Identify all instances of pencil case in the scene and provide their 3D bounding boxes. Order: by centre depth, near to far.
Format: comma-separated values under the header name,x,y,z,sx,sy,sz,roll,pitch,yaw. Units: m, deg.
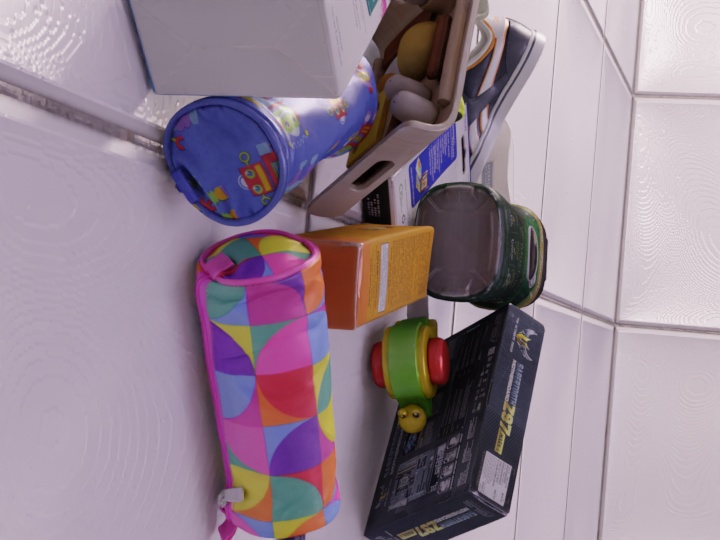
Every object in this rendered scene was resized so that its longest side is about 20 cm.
name,x,y,z,sx,sy,sz,roll,pitch,yaw
pencil case,-0.052,-0.089,0.842,0.078,0.087,0.200,54,25,-5
pencil case,-0.058,0.077,0.854,0.088,0.088,0.201,-50,140,-61

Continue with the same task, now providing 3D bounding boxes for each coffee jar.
name,x,y,z,sx,sy,sz,roll,pitch,yaw
coffee jar,0.114,-0.018,1.238,0.200,0.085,0.105,15,78,-69

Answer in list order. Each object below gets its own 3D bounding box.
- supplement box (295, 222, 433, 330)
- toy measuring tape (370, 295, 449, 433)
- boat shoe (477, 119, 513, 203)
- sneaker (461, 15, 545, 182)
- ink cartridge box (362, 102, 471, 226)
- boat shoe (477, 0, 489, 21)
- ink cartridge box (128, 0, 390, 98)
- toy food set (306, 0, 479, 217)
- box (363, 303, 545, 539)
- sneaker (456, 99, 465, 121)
name,x,y,z,sx,sy,sz,roll,pitch,yaw
supplement box,0.000,0.000,1.045,0.200,0.066,0.069,-22,114,-70
toy measuring tape,0.045,0.045,1.207,0.074,0.073,0.201,53,35,-64
boat shoe,0.135,-0.069,1.469,0.069,0.071,0.201,56,33,-63
sneaker,0.104,-0.159,1.338,0.078,0.079,0.201,-108,-137,-76
ink cartridge box,0.055,-0.078,1.226,0.200,0.037,0.095,-45,136,-54
boat shoe,0.065,-0.243,1.201,0.201,0.060,0.072,-28,108,-70
ink cartridge box,-0.041,-0.183,0.790,0.201,0.115,0.068,-68,155,-46
toy food set,0.018,-0.148,0.984,0.143,0.060,0.201,-37,-147,51
box,0.086,0.145,1.222,0.051,0.157,0.201,33,51,-21
sneaker,0.044,-0.155,1.125,0.200,0.073,0.084,-110,-168,-86
